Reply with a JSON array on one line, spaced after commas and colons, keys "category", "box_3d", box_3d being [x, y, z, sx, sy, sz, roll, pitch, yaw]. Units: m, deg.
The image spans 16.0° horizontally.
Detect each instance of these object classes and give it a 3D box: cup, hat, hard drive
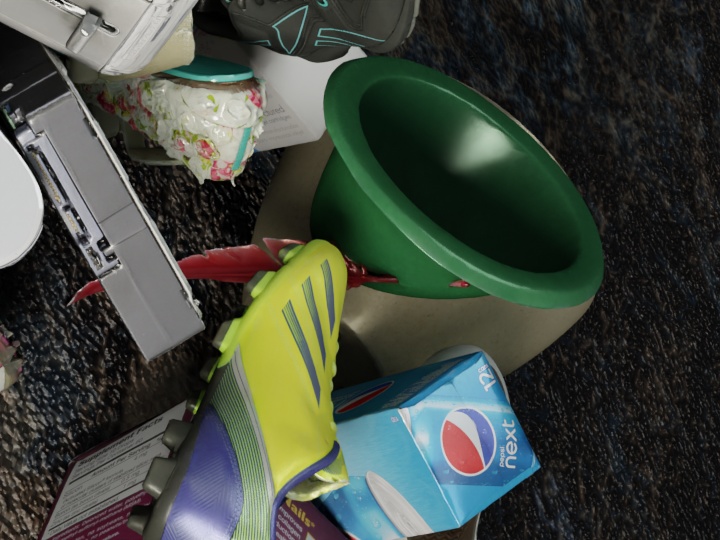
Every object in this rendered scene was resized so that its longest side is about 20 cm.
[{"category": "cup", "box_3d": [0.014, 0.005, 1.453, 0.143, 0.200, 0.200, -48, 112, -32]}, {"category": "hat", "box_3d": [0.000, 0.000, 1.352, 0.200, 0.176, 0.166, 43, 30, 5]}, {"category": "hard drive", "box_3d": [-0.141, -0.056, 1.223, 0.140, 0.038, 0.200, 62, -5, -29]}]

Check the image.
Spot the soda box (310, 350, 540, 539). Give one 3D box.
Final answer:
[{"category": "soda box", "box_3d": [-0.002, 0.099, 1.309, 0.064, 0.200, 0.068, -32, 98, -35]}]

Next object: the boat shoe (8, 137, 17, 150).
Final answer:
[{"category": "boat shoe", "box_3d": [-0.229, -0.061, 1.205, 0.201, 0.073, 0.063, 6, 57, -59]}]

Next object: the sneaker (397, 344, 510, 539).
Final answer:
[{"category": "sneaker", "box_3d": [0.028, 0.109, 1.411, 0.073, 0.200, 0.085, -12, 42, -26]}]

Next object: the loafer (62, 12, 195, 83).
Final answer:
[{"category": "loafer", "box_3d": [-0.100, -0.170, 1.276, 0.068, 0.076, 0.200, 13, 59, -5]}]

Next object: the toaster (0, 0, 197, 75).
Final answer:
[{"category": "toaster", "box_3d": [-0.114, -0.184, 1.165, 0.129, 0.114, 0.200, 33, 50, -11]}]

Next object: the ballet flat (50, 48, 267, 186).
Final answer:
[{"category": "ballet flat", "box_3d": [-0.123, -0.092, 1.328, 0.076, 0.200, 0.064, -12, 115, -36]}]

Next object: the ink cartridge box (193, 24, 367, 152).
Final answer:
[{"category": "ink cartridge box", "box_3d": [-0.104, -0.155, 1.411, 0.200, 0.115, 0.068, 48, 55, -26]}]

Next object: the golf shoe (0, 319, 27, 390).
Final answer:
[{"category": "golf shoe", "box_3d": [-0.225, 0.015, 1.163, 0.073, 0.092, 0.200, 49, -1, 33]}]

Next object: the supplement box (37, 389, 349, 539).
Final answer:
[{"category": "supplement box", "box_3d": [-0.092, 0.178, 1.212, 0.131, 0.103, 0.200, 48, 34, -22]}]

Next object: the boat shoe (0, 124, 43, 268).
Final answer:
[{"category": "boat shoe", "box_3d": [-0.204, -0.088, 1.121, 0.200, 0.072, 0.068, 54, -7, -5]}]

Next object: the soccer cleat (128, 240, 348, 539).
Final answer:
[{"category": "soccer cleat", "box_3d": [-0.038, 0.067, 1.186, 0.084, 0.065, 0.200, 26, 45, 0]}]

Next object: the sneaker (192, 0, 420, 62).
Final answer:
[{"category": "sneaker", "box_3d": [-0.025, -0.140, 1.275, 0.079, 0.200, 0.076, 2, 81, -19]}]
